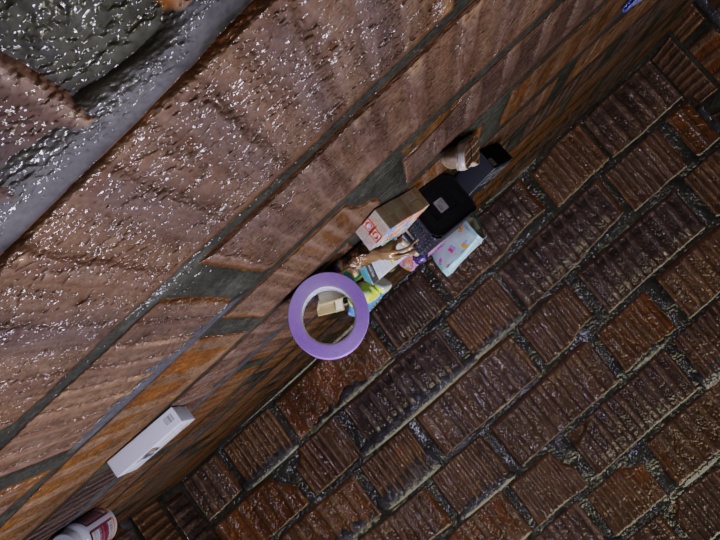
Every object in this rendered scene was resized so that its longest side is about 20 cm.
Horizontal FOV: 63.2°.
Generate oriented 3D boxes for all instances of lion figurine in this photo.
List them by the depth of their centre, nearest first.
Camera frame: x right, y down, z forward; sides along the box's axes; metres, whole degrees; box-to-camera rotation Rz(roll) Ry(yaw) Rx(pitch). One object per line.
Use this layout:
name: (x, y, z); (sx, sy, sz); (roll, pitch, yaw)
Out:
lion figurine: (0.047, -0.045, 1.507); (0.197, 0.075, 0.121); (-21, 179, 43)

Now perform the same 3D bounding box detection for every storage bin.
storage bin: (0.202, -0.155, 1.586); (0.198, 0.136, 0.094); (-36, 173, -34)

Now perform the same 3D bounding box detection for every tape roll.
tape roll: (-0.076, 0.111, 1.416); (0.199, 0.202, 0.066); (-39, 174, -7)

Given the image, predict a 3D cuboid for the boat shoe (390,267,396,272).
boat shoe: (0.128, -0.083, 1.934); (0.201, 0.073, 0.064); (-48, -160, -12)

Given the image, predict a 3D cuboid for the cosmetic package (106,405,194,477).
cosmetic package: (-0.532, 0.433, 1.503); (0.199, 0.052, 0.151); (-41, 175, -9)

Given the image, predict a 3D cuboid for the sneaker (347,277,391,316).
sneaker: (0.018, 0.084, 1.762); (0.197, 0.075, 0.108); (-14, 127, -50)

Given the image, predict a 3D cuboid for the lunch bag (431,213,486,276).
lunch bag: (0.297, -0.095, 1.818); (0.171, 0.120, 0.202); (-46, -150, 22)

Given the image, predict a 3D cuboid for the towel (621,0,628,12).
towel: (0.781, -0.761, 1.552); (0.198, 0.024, 0.145); (-37, 172, -37)

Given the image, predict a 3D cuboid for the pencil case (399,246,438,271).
pencil case: (0.190, -0.084, 1.790); (0.087, 0.088, 0.200); (-32, 168, -48)

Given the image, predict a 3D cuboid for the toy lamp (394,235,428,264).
toy lamp: (0.122, -0.077, 1.639); (0.058, 0.059, 0.198); (-42, 142, 16)

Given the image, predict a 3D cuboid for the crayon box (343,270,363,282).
crayon box: (0.000, 0.000, 1.771); (0.199, 0.051, 0.127); (-40, 172, -16)

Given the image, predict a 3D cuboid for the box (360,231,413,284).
box: (0.080, -0.056, 1.701); (0.198, 0.084, 0.049); (-39, -150, -20)

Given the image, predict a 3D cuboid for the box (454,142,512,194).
box: (0.383, -0.315, 1.845); (0.142, 0.079, 0.199); (-50, 170, 34)

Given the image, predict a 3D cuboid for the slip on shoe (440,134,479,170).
slip on shoe: (0.247, -0.281, 1.417); (0.059, 0.078, 0.200); (0, -158, 24)

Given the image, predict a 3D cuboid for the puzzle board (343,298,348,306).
puzzle board: (-0.026, 0.058, 1.870); (0.149, 0.018, 0.200); (-22, -162, 45)

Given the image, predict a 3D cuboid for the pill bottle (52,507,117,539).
pill bottle: (-0.863, 0.832, 1.827); (0.114, 0.115, 0.200); (-41, 172, 6)

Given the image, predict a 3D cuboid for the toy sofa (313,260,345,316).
toy sofa: (-0.085, 0.050, 1.564); (0.080, 0.101, 0.200); (-14, 168, -8)

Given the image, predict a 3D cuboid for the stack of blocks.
stack of blocks: (0.073, -0.119, 1.425); (0.199, 0.059, 0.115); (-33, 170, -49)
